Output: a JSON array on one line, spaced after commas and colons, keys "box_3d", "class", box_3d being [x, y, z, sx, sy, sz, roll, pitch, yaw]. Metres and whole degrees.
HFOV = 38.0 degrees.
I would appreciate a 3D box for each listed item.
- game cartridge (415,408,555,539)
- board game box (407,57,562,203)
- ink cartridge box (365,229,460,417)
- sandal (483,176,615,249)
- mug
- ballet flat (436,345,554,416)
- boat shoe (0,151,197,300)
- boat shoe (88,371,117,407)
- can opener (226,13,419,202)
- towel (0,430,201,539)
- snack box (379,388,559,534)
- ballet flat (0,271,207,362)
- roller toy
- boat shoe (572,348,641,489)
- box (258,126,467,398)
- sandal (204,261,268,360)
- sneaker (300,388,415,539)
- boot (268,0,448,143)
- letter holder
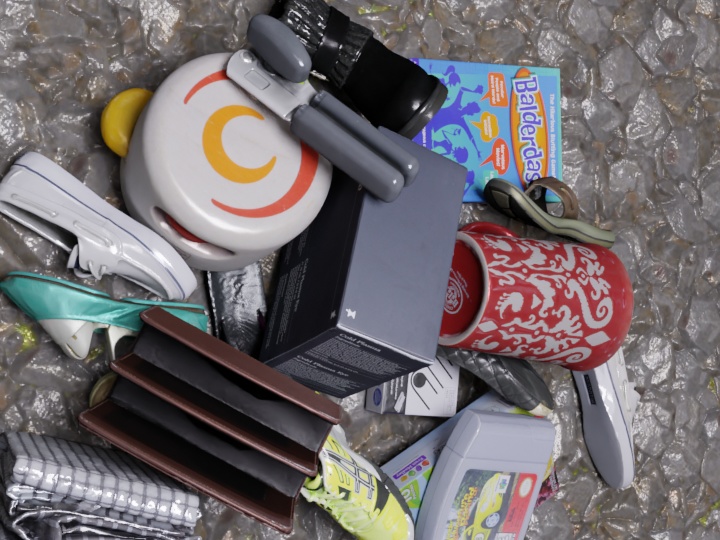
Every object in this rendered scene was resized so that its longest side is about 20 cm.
[{"box_3d": [0.122, 0.245, 1.083, 0.132, 0.041, 0.203, 11, 100, -32], "class": "game cartridge"}, {"box_3d": [0.133, -0.151, 1.163, 0.197, 0.045, 0.155, -2, 91, -27], "class": "board game box"}, {"box_3d": [0.062, 0.053, 1.128, 0.093, 0.044, 0.203, 6, 87, -27], "class": "ink cartridge box"}, {"box_3d": [0.208, -0.071, 1.141, 0.199, 0.079, 0.058, 16, 97, -42], "class": "sandal"}, {"box_3d": [0.145, 0.024, 1.055, 0.198, 0.177, 0.136, 7, 96, -39], "class": "mug"}, {"box_3d": [0.118, 0.092, 1.089, 0.199, 0.067, 0.057, 35, 113, -6], "class": "ballet flat"}, {"box_3d": [-0.245, -0.024, 0.960, 0.199, 0.074, 0.066, 35, 62, -5], "class": "boat shoe"}, {"box_3d": [-0.162, 0.152, 0.997, 0.198, 0.063, 0.074, 21, 103, -18], "class": "boat shoe"}, {"box_3d": [-0.034, -0.138, 0.906, 0.199, 0.067, 0.053, 41, 53, 7], "class": "can opener"}, {"box_3d": [-0.234, 0.204, 0.900, 0.164, 0.199, 0.087, 17, 84, -23], "class": "towel"}, {"box_3d": [0.118, 0.229, 1.129, 0.198, 0.053, 0.144, -30, 119, -22], "class": "snack box"}, {"box_3d": [-0.236, 0.053, 0.970, 0.197, 0.067, 0.072, 12, 73, -26], "class": "ballet flat"}, {"box_3d": [-0.131, -0.097, 0.985, 0.198, 0.139, 0.185, -13, 84, -28], "class": "roller toy"}, {"box_3d": [0.299, 0.152, 1.230, 0.069, 0.071, 0.203, -15, 89, -22], "class": "boat shoe"}, {"box_3d": [0.000, 0.000, 0.997, 0.103, 0.182, 0.203, 21, 66, -21], "class": "box"}, {"box_3d": [-0.112, 0.076, 1.042, 0.074, 0.048, 0.203, -17, 98, -24], "class": "sandal"}, {"box_3d": [-0.025, 0.212, 1.018, 0.200, 0.075, 0.076, 49, 28, -6], "class": "sneaker"}, {"box_3d": [-0.012, -0.206, 1.016, 0.157, 0.211, 0.080, 37, 96, -25], "class": "boot"}, {"box_3d": [-0.124, 0.125, 0.893, 0.198, 0.142, 0.102, 28, 91, -2], "class": "letter holder"}]
